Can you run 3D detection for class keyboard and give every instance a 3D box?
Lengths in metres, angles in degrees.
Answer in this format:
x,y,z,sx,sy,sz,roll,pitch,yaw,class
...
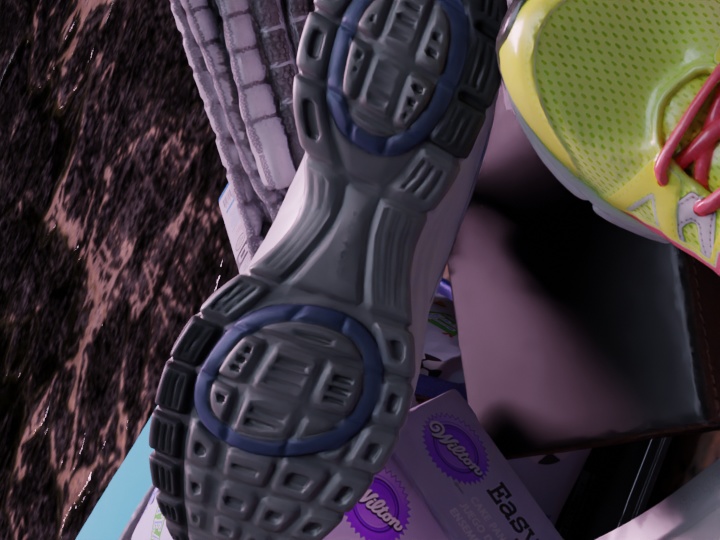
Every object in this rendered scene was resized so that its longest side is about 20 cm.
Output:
x,y,z,sx,sy,sz,roll,pitch,yaw,class
0.076,0.090,0.901,0.127,0.020,0.201,27,96,65,keyboard

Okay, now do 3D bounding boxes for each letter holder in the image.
x,y,z,sx,sy,sz,roll,pitch,yaw,class
0.105,-0.048,0.767,0.100,0.141,0.202,-14,82,46,letter holder

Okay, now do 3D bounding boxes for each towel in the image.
x,y,z,sx,sy,sz,roll,pitch,yaw,class
-0.016,-0.105,0.819,0.166,0.085,0.202,-58,-49,-79,towel

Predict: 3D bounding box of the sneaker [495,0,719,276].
x,y,z,sx,sy,sz,roll,pitch,yaw,class
0.126,-0.020,0.631,0.078,0.199,0.090,-57,1,7,sneaker

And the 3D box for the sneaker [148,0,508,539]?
x,y,z,sx,sy,sz,roll,pitch,yaw,class
0.000,0.000,0.703,0.201,0.074,0.087,-66,-11,4,sneaker

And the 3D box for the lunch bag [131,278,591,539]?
x,y,z,sx,sy,sz,roll,pitch,yaw,class
-0.011,0.082,0.920,0.200,0.123,0.171,38,109,57,lunch bag

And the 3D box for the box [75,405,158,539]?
x,y,z,sx,sy,sz,roll,pitch,yaw,class
-0.073,0.109,1.125,0.201,0.082,0.049,-57,26,26,box

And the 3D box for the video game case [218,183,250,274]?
x,y,z,sx,sy,sz,roll,pitch,yaw,class
-0.021,-0.040,1.211,0.144,0.018,0.200,-59,26,23,video game case

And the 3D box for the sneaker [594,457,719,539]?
x,y,z,sx,sy,sz,roll,pitch,yaw,class
0.101,0.129,0.751,0.200,0.072,0.085,-50,40,47,sneaker

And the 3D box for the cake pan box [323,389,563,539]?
x,y,z,sx,sy,sz,roll,pitch,yaw,class
0.018,0.165,0.754,0.184,0.052,0.201,-43,76,33,cake pan box
